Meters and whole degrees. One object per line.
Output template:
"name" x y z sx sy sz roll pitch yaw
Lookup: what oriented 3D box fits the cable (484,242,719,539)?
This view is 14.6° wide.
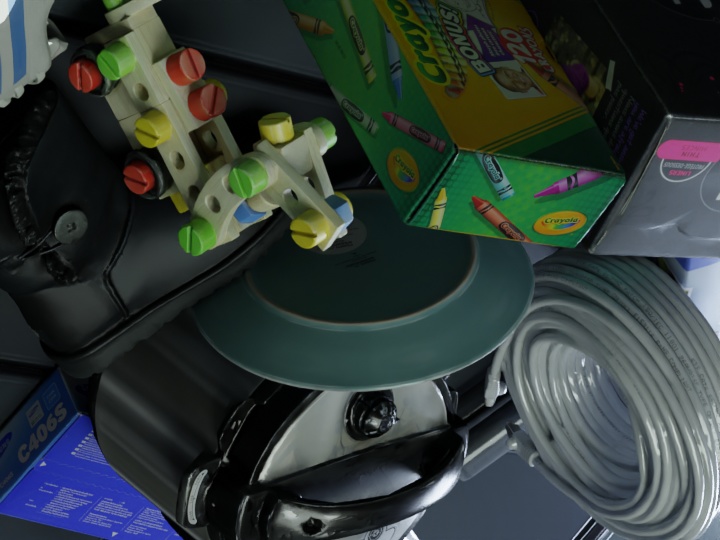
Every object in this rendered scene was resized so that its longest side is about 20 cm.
"cable" 0.165 0.079 1.770 0.069 0.200 0.200 -28 148 -25

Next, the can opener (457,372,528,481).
"can opener" 0.060 0.108 1.891 0.200 0.053 0.067 -37 142 9

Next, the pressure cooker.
"pressure cooker" -0.045 0.094 1.661 0.176 0.200 0.179 -49 140 -9

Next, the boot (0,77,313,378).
"boot" -0.135 -0.051 1.571 0.200 0.076 0.168 -39 134 -4

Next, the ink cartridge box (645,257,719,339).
"ink cartridge box" 0.189 -0.016 1.775 0.042 0.119 0.200 -17 140 -17

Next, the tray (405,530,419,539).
"tray" 0.009 0.243 2.037 0.107 0.022 0.200 -29 142 2

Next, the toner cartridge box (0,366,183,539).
"toner cartridge box" -0.139 0.127 1.797 0.200 0.043 0.095 20 120 -44

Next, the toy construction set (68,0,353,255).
"toy construction set" -0.079 -0.096 1.491 0.092 0.201 0.131 -15 178 -42

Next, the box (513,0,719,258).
"box" 0.154 -0.112 1.581 0.122 0.200 0.106 1 134 -33

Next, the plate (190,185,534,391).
"plate" 0.000 0.000 1.620 0.200 0.200 0.026 -16 128 -15

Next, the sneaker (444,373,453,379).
"sneaker" 0.040 0.059 1.810 0.087 0.076 0.200 -4 136 -37

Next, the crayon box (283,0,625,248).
"crayon box" 0.046 -0.105 1.522 0.119 0.200 0.058 7 131 -37

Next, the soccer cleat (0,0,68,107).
"soccer cleat" -0.204 -0.101 1.478 0.086 0.070 0.200 11 127 -39
